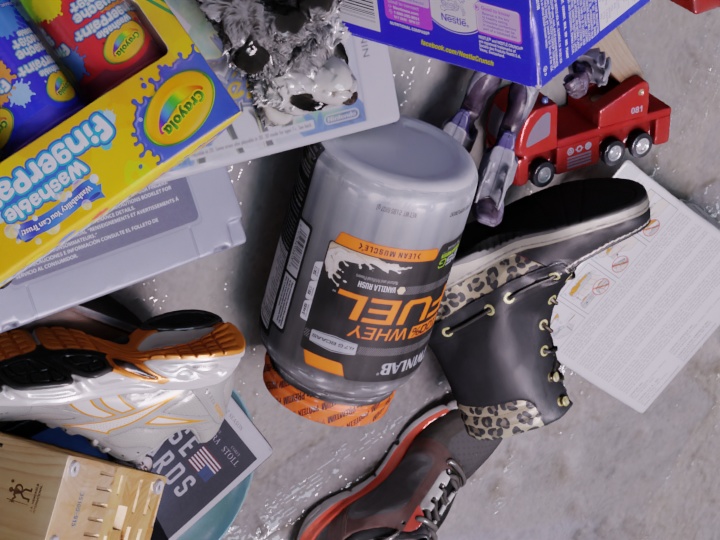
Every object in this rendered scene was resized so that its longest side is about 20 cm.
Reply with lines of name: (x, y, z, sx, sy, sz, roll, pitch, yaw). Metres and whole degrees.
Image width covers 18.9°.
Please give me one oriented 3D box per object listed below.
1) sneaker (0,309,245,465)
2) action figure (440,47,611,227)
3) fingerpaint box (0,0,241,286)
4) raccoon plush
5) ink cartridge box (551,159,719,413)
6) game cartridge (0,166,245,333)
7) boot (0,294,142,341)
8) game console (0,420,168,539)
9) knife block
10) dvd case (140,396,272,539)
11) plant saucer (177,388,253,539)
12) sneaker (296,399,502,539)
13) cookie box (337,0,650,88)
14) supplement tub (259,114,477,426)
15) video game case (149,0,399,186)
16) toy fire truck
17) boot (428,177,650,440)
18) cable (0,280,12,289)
sneaker: (-0.169, 0.088, 1.379, 0.198, 0.076, 0.093, -5, 119, -22)
action figure: (0.106, -0.139, 1.508, 0.201, 0.129, 0.069, -70, 168, 20)
fingerpaint box: (-0.198, -0.099, 1.251, 0.199, 0.073, 0.167, -36, 91, -24)
raccoon plush: (-0.069, -0.184, 1.346, 0.096, 0.201, 0.134, -29, 167, -8)
ink cartridge box: (0.206, 0.008, 1.696, 0.199, 0.050, 0.163, 32, 102, -37)
game cartridge: (-0.179, -0.049, 1.369, 0.199, 0.041, 0.134, -20, 100, -27)
boot: (-0.256, 0.092, 1.417, 0.185, 0.064, 0.202, 16, 104, -27)
game console: (-0.211, 0.204, 1.414, 0.199, 0.177, 0.117, -25, 160, -19)
knife block: (-0.241, 0.131, 1.368, 0.200, 0.174, 0.065, 26, 79, -66)
dvd case: (-0.171, 0.145, 1.498, 0.200, 0.025, 0.151, -41, 131, -7)
plant saucer: (-0.167, 0.148, 1.536, 0.199, 0.027, 0.202, -16, 123, -26)
sneaker: (0.047, 0.182, 1.666, 0.200, 0.082, 0.077, -40, 131, -8)
cookie box: (0.100, -0.211, 1.383, 0.200, 0.170, 0.076, -39, 135, -37)
supplement tub: (0.000, 0.000, 1.495, 0.122, 0.123, 0.201, -5, 125, -32)
video game case: (-0.076, -0.164, 1.383, 0.199, 0.022, 0.184, -16, 103, -27)
toy fire truck: (0.183, -0.151, 1.591, 0.199, 0.049, 0.142, -17, 124, -25)
boot: (0.136, 0.028, 1.591, 0.202, 0.074, 0.155, -21, 113, 11)
cable: (-0.249, -0.085, 1.297, 0.162, 0.051, 0.201, 31, 70, -12)
